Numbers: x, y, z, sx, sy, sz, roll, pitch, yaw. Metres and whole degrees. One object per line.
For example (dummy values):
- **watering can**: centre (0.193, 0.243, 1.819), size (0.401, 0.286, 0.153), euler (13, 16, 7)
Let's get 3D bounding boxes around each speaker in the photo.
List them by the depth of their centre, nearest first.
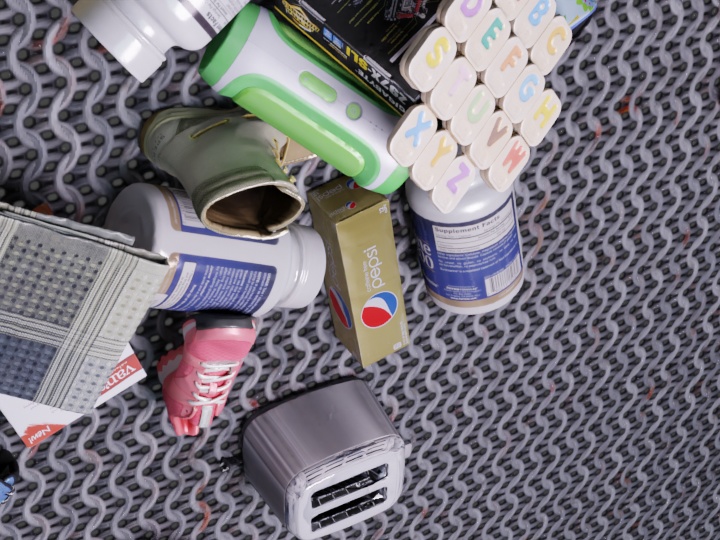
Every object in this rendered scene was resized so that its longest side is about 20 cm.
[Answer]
- **speaker**: centre (-0.039, -0.149, 1.145), size (0.199, 0.089, 0.089), euler (32, 101, -19)

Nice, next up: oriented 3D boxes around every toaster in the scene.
- **toaster**: centre (-0.043, 0.210, 1.454), size (0.198, 0.129, 0.115), euler (-17, 128, -25)

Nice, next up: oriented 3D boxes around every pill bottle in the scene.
- **pill bottle**: centre (-0.136, -0.252, 1.068), size (0.200, 0.111, 0.111), euler (-45, 135, 0)
- **pill bottle**: centre (-0.134, -0.014, 1.240), size (0.198, 0.111, 0.112), euler (8, 116, -39)
- **pill bottle**: centre (0.107, -0.062, 1.368), size (0.110, 0.111, 0.202), euler (-28, 133, -16)

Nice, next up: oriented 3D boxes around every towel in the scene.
- **towel**: centre (-0.280, 0.030, 1.120), size (0.191, 0.035, 0.201), euler (18, 125, -25)

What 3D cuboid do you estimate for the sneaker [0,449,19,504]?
- **sneaker**: centre (-0.368, 0.223, 1.267), size (0.088, 0.079, 0.202), euler (-15, 128, -23)

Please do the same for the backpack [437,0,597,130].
- **backpack**: centre (0.106, -0.223, 1.208), size (0.199, 0.183, 0.148), euler (-39, 100, -14)

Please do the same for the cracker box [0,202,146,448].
- **cracker box**: centre (-0.297, 0.054, 1.210), size (0.133, 0.058, 0.201), euler (-32, 135, -11)

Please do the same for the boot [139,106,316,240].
- **boot**: centre (-0.082, -0.094, 1.188), size (0.198, 0.155, 0.073), euler (-9, 126, -30)

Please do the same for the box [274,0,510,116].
- **box**: centre (0.048, -0.249, 1.100), size (0.200, 0.159, 0.049), euler (-48, 172, -14)

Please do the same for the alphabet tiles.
- **alphabet tiles**: centre (0.104, -0.150, 1.086), size (0.197, 0.015, 0.200), euler (-54, 141, -6)

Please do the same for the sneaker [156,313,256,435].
- **sneaker**: centre (-0.144, 0.103, 1.271), size (0.073, 0.088, 0.200), euler (3, 156, -22)

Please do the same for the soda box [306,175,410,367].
- **soda box**: centre (0.000, 0.000, 1.377), size (0.063, 0.068, 0.202), euler (-26, 132, -17)
